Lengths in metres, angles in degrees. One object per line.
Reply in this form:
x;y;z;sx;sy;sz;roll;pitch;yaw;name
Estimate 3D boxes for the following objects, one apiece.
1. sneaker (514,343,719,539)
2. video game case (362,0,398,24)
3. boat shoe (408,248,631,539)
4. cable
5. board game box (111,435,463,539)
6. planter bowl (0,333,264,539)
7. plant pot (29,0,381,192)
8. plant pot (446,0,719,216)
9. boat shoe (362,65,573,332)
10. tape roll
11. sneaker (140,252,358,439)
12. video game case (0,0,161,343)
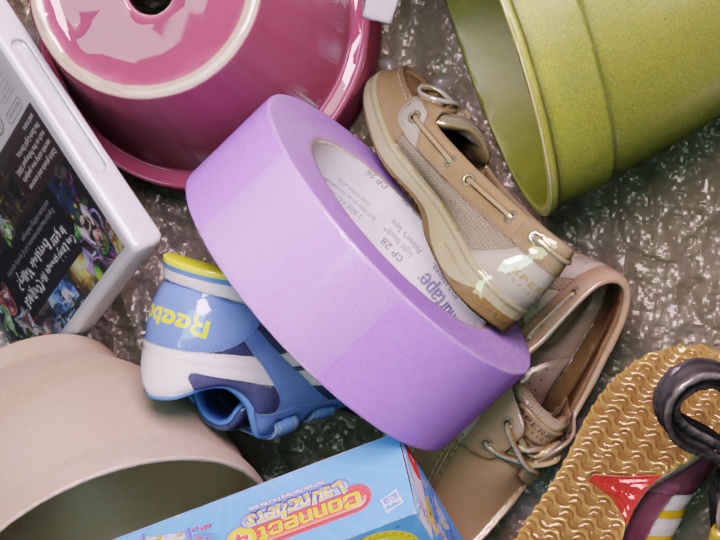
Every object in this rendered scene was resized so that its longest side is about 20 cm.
0.148;0.130;1.293;0.075;0.090;0.200;31;68;25;sneaker
0.026;-0.225;1.243;0.017;0.200;0.143;14;109;-5;video game case
0.084;0.081;1.290;0.071;0.065;0.200;27;91;-28;boat shoe
0.212;0.117;1.236;0.097;0.200;0.050;-20;48;-3;cable
-0.032;0.196;1.257;0.200;0.196;0.056;-22;46;8;board game box
-0.167;0.121;1.294;0.200;0.200;0.135;-36;56;6;planter bowl
-0.098;-0.148;1.287;0.200;0.179;0.200;-1;86;9;plant pot
0.157;-0.154;1.251;0.193;0.200;0.200;-19;84;-4;plant pot
0.059;-0.053;1.270;0.063;0.073;0.201;-41;39;16;boat shoe
0.000;0.000;1.229;0.066;0.200;0.200;-42;82;14;tape roll
-0.051;0.055;1.269;0.074;0.200;0.082;12;80;42;sneaker
-0.198;-0.050;1.307;0.023;0.200;0.182;-29;81;-32;video game case
